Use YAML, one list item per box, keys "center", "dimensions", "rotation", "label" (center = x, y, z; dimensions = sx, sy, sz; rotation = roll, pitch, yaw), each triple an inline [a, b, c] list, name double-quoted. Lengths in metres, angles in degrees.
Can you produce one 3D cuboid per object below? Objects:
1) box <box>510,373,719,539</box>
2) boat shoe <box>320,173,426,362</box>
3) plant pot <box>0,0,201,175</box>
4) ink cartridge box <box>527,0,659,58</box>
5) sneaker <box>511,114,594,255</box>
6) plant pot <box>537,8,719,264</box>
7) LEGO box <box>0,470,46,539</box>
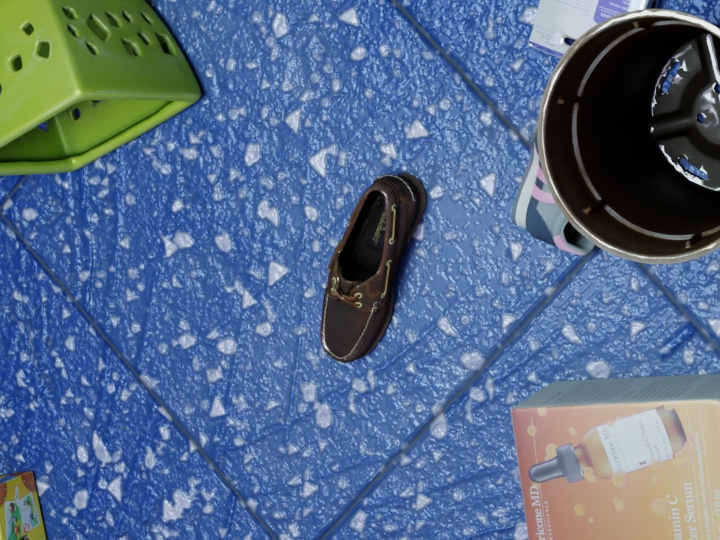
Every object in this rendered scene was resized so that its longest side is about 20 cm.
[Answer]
- center: [0.252, 0.179, 1.707]
  dimensions: [0.199, 0.106, 0.154]
  rotation: [-5, 98, 29]
  label: "box"
- center: [0.000, 0.000, 1.829]
  dimensions: [0.070, 0.070, 0.201]
  rotation: [25, 112, 21]
  label: "boat shoe"
- center: [-0.309, -0.213, 1.887]
  dimensions: [0.199, 0.199, 0.183]
  rotation: [-26, 81, 30]
  label: "plant pot"
- center: [0.221, -0.277, 1.672]
  dimensions: [0.099, 0.039, 0.201]
  rotation: [24, 109, 22]
  label: "ink cartridge box"
- center: [0.191, -0.094, 1.675]
  dimensions: [0.082, 0.070, 0.201]
  rotation: [34, 148, 19]
  label: "sneaker"
- center: [0.275, -0.120, 1.582]
  dimensions: [0.199, 0.198, 0.202]
  rotation: [5, 102, 27]
  label: "plant pot"
- center: [-0.422, 0.332, 2.119]
  dimensions: [0.148, 0.077, 0.202]
  rotation: [-7, 96, 30]
  label: "LEGO box"
